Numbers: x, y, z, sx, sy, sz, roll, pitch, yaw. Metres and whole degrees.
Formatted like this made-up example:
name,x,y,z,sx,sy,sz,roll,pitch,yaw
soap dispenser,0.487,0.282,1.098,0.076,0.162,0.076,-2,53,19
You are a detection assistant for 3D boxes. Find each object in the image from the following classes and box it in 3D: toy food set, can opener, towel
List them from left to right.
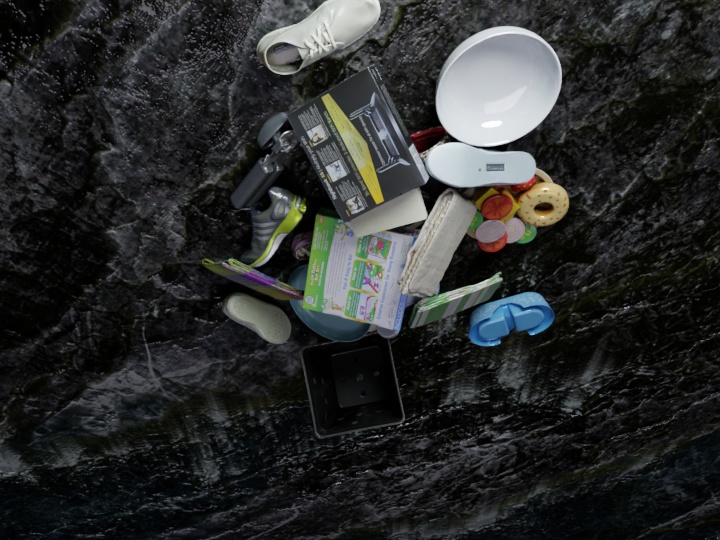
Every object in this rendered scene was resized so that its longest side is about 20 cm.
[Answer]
name,x,y,z,sx,sy,sz,roll,pitch,yaw
towel,-0.208,0.019,1.279,0.199,0.023,0.143,26,166,-30
can opener,-0.168,-0.189,1.102,0.200,0.067,0.053,-41,167,37
towel,0.136,-0.044,1.139,0.202,0.034,0.132,-63,154,8
towel,0.200,0.067,1.368,0.198,0.024,0.153,-21,161,-9
toy food set,0.284,-0.117,1.231,0.199,0.049,0.198,25,128,-30

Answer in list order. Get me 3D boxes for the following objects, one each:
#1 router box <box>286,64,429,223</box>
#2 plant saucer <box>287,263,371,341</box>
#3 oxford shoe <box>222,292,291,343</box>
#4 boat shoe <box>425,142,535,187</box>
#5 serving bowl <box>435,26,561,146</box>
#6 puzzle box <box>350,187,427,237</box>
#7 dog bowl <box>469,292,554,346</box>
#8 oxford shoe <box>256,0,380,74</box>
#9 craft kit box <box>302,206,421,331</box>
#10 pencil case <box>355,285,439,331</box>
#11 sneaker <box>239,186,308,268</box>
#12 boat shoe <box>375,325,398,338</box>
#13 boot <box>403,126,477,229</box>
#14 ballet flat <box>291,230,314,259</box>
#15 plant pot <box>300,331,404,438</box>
name,x,y,z,sx,sy,sz,roll,pitch,yaw
router box,-0.002,-0.200,1.029,0.156,0.052,0.201,-23,104,21
plant saucer,-0.061,0.063,1.335,0.198,0.027,0.202,16,130,20
oxford shoe,-0.222,0.099,1.380,0.057,0.076,0.200,11,162,40
boat shoe,0.191,-0.173,1.087,0.198,0.091,0.072,2,94,-18
serving bowl,0.212,-0.299,1.015,0.197,0.066,0.201,-4,137,-3
puzzle box,0.024,-0.166,1.079,0.132,0.025,0.202,-13,107,19
dog bowl,0.344,0.110,1.481,0.198,0.050,0.112,-18,136,10
oxford shoe,-0.061,-0.343,0.939,0.198,0.058,0.075,-20,133,11
craft kit box,0.000,0.000,1.192,0.195,0.049,0.202,12,117,1
pencil case,0.072,0.053,1.356,0.199,0.083,0.091,-32,106,25
sneaker,-0.178,-0.084,1.200,0.081,0.074,0.200,32,123,-17
boat shoe,0.044,0.036,1.285,0.068,0.203,0.057,-7,174,6
boot,0.098,-0.159,1.143,0.198,0.074,0.151,-23,136,12
ballet flat,-0.036,-0.053,1.239,0.198,0.072,0.070,-11,134,3
plant pot,-0.011,0.250,1.464,0.197,0.202,0.177,-12,176,5
